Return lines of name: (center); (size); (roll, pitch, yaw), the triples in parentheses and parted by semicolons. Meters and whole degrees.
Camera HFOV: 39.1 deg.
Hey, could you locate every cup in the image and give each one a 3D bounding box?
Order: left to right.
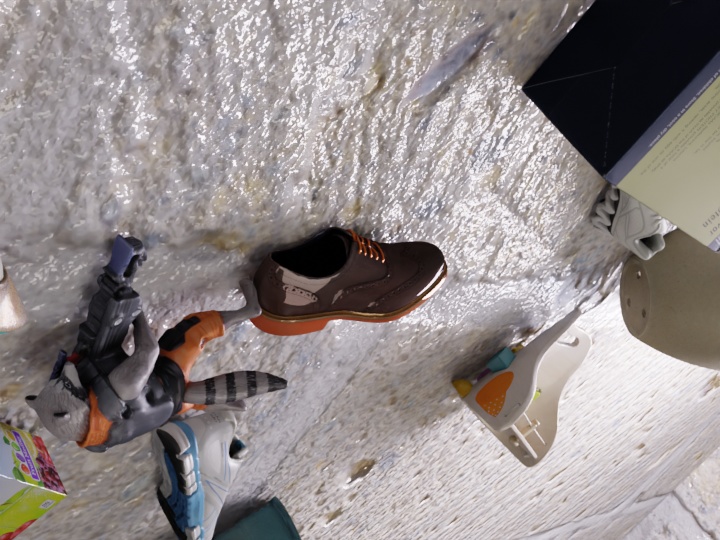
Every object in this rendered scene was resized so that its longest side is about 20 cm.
cup: (0.408, 0.030, 1.259); (0.142, 0.202, 0.201); (-1, 142, -8)

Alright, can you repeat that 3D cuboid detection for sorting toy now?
sorting toy: (0.220, 0.130, 1.264); (0.180, 0.107, 0.200); (-45, 150, -3)

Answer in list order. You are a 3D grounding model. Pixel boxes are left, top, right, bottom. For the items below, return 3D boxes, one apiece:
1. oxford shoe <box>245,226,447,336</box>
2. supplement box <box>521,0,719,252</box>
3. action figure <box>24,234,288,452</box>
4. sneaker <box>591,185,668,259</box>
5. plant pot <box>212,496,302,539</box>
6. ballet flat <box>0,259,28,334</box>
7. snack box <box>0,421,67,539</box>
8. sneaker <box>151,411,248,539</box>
oxford shoe: (0.000, 0.000, 0.860); (0.199, 0.071, 0.073); (-15, 139, -34)
supplement box: (0.287, -0.155, 0.854); (0.199, 0.135, 0.200); (22, 117, -42)
action figure: (-0.151, 0.068, 0.755); (0.193, 0.105, 0.201); (-19, 145, -39)
sneaker: (0.297, -0.087, 1.056); (0.075, 0.081, 0.201); (-30, 148, -10)
plant pot: (-0.150, 0.379, 1.115); (0.195, 0.201, 0.201); (-17, 146, -17)
ballet flat: (-0.253, -0.012, 0.569); (0.067, 0.068, 0.200); (-52, 150, 9)
snack box: (-0.339, 0.170, 0.721); (0.168, 0.068, 0.200); (-39, 149, 3)
sneaker: (-0.147, 0.202, 0.979); (0.086, 0.075, 0.201); (-27, 149, -29)
